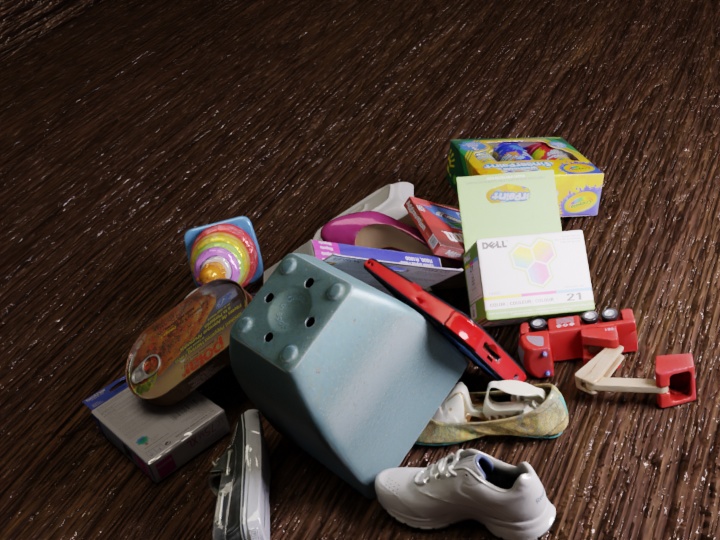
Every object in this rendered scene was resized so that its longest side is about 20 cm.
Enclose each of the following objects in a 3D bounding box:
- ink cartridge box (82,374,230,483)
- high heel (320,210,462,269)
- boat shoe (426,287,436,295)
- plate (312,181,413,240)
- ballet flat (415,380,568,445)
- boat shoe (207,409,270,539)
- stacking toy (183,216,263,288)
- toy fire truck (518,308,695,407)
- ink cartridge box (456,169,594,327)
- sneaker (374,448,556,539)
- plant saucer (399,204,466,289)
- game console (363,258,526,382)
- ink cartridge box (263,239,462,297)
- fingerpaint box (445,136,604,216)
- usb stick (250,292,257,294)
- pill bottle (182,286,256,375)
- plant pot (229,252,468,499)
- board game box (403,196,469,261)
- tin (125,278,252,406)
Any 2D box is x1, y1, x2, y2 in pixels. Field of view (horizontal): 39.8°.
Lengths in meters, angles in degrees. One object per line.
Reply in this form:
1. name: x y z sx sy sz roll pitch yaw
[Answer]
1. ink cartridge box: -0.271 0.192 1.306 0.118 0.043 0.199 -33 37 -28
2. high heel: 0.042 -0.033 1.368 0.195 0.069 0.097 2 25 -2
3. boat shoe: 0.063 0.088 1.319 0.072 0.067 0.200 -51 -1 33
4. plate: -0.006 -0.072 1.529 0.198 0.033 0.200 -32 12 10
5. ballet flat: 0.139 0.159 1.147 0.196 0.072 0.071 -5 31 18
6. boat shoe: -0.142 0.235 1.140 0.069 0.073 0.201 -9 32 1
7. stacking toy: -0.211 -0.006 1.486 0.114 0.112 0.200 -14 11 0
8. toy fire truck: 0.287 0.107 1.183 0.196 0.050 0.142 -8 31 12
9. ink cartridge box: 0.208 -0.037 1.285 0.145 0.204 0.076 -5 -10 -8
10. sneaker: 0.104 0.221 1.038 0.196 0.088 0.075 -1 34 25
11. plant saucer: 0.113 -0.042 1.466 0.195 0.030 0.202 0 36 0
12. game console: 0.102 0.069 1.179 0.176 0.200 0.031 31 83 38
13. ink cartridge box: 0.000 0.000 1.291 0.193 0.044 0.199 7 -20 -30
14. fingerpaint box: 0.252 -0.147 1.550 0.196 0.075 0.167 -3 28 -12
15. usb stick: -0.157 0.055 1.490 0.196 0.033 0.056 -6 30 15
16. pill bottle: -0.152 0.089 1.350 0.197 0.114 0.112 9 37 35
17. plant pot: -0.035 0.095 1.122 0.195 0.200 0.197 26 73 42
18. board game box: 0.157 -0.046 1.382 0.197 0.020 0.104 11 37 -38
19. tin: -0.218 0.095 1.290 0.199 0.042 0.113 -36 46 9
